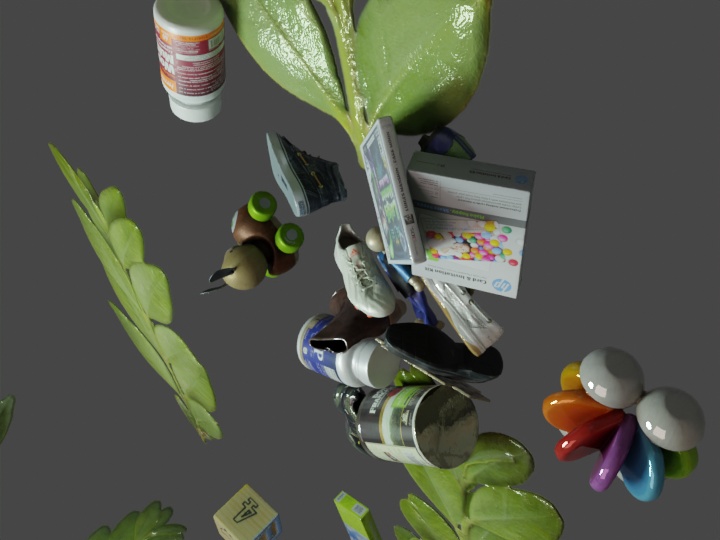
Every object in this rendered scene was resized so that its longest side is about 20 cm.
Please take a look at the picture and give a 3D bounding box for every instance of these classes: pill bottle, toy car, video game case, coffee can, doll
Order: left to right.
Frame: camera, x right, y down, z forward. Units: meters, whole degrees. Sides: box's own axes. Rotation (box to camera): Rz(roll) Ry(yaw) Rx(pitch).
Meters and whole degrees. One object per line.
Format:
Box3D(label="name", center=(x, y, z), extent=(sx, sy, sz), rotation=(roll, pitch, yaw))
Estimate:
Box3D(label="pill bottle", center=(-0.278, -0.351, 1.138), extent=(0.109, 0.109, 0.201), rotation=(40, 148, 17))
Box3D(label="toy car", center=(-0.232, -0.027, 1.341), extent=(0.158, 0.200, 0.164), rotation=(48, 150, 3))
Box3D(label="pill bottle", center=(-0.021, 0.160, 1.343), extent=(0.199, 0.120, 0.121), rotation=(12, 133, 46))
Box3D(label="video game case", center=(0.039, -0.099, 0.932), extent=(0.200, 0.023, 0.184), rotation=(-173, 69, -83))
Box3D(label="doll", center=(0.071, 0.014, 1.102), extent=(0.201, 0.048, 0.136), rotation=(59, 174, -21))
Box3D(label="coffee can", center=(0.104, 0.289, 1.290), extent=(0.147, 0.146, 0.199), rotation=(56, 149, -11))
Box3D(label="toy car", center=(0.330, 0.215, 0.896), extent=(0.199, 0.150, 0.176), rotation=(36, 147, 23))

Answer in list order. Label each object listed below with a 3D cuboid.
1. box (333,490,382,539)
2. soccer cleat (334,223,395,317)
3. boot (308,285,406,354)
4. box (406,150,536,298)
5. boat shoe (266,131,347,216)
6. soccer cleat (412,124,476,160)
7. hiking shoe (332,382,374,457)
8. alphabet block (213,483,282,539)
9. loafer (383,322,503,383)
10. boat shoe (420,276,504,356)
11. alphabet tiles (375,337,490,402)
Box3D(label="box", center=(-0.001, 0.759, 2.048), extent=(0.121, 0.048, 0.202), rotation=(19, 138, 43))
Box3D(label="soccer cleat", center=(0.000, 0.000, 1.137), extent=(0.201, 0.069, 0.078), rotation=(-122, 22, -47))
Box3D(label="boot", center=(-0.033, 0.086, 1.223), extent=(0.199, 0.166, 0.073), rotation=(2, 112, 48))
Box3D(label="box", center=(0.141, -0.056, 0.901), extent=(0.154, 0.041, 0.201), rotation=(13, 144, 17))
Box3D(label="boat shoe", center=(-0.092, -0.167, 1.138), extent=(0.071, 0.090, 0.201), rotation=(89, 159, -47))
Box3D(label="soccer cleat", center=(0.103, -0.106, 0.938), extent=(0.083, 0.065, 0.201), rotation=(38, 148, 16))
Box3D(label="hiking shoe", center=(0.011, 0.345, 1.547), extent=(0.100, 0.076, 0.201), rotation=(-1, 122, 58))
Box3D(label="alphabet block", center=(-0.463, 1.051, 2.850), extent=(0.199, 0.196, 0.197), rotation=(33, 144, 27))
Box3D(label="loafer", center=(0.124, 0.141, 1.092), extent=(0.198, 0.073, 0.072), rotation=(20, 143, -10))
Box3D(label="boat shoe", center=(0.145, 0.031, 1.035), extent=(0.201, 0.069, 0.071), rotation=(57, -174, 24))
Box3D(label="alphabet tiles", center=(0.122, 0.169, 1.170), extent=(0.199, 0.006, 0.166), rotation=(29, -178, 33))
